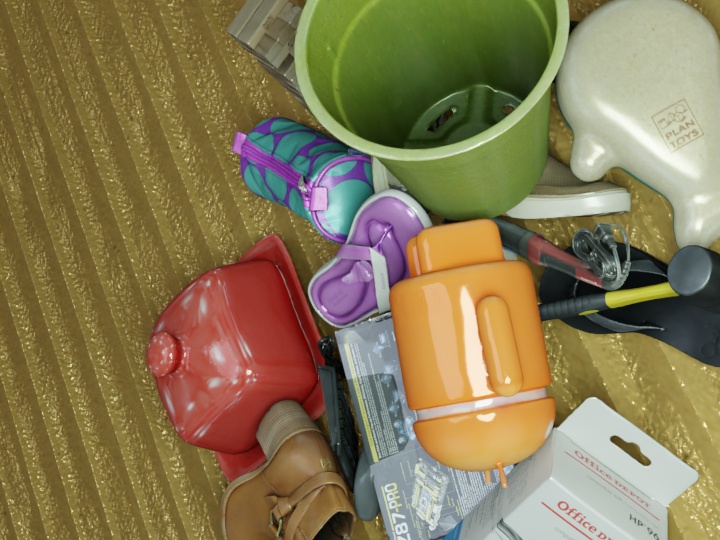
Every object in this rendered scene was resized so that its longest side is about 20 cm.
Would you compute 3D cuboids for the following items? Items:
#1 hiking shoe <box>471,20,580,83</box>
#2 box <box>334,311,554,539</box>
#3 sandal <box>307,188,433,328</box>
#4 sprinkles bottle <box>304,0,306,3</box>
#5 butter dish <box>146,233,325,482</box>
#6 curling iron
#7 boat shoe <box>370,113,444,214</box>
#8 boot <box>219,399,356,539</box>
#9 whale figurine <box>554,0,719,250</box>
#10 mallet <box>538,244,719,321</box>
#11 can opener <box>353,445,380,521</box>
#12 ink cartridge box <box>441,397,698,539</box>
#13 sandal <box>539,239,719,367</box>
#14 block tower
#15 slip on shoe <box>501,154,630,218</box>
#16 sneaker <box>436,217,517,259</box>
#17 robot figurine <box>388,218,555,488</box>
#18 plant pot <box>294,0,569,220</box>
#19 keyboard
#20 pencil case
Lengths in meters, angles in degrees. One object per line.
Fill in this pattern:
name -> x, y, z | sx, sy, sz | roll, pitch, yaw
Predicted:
hiking shoe -> 0.106, -0.199, 1.214 | 0.199, 0.100, 0.077 | 10, 92, 46
box -> 0.078, 0.123, 1.201 | 0.160, 0.049, 0.202 | -20, 76, 19
sandal -> 0.006, 0.005, 1.220 | 0.082, 0.050, 0.203 | 41, 144, 3
sprinkles bottle -> 0.031, -0.283, 1.324 | 0.199, 0.068, 0.069 | -7, 81, 46
butter dish -> -0.146, 0.086, 1.413 | 0.199, 0.147, 0.202 | -42, 58, 34
curling iron -> 0.142, -0.026, 1.116 | 0.199, 0.025, 0.050 | 22, 108, 56
boat shoe -> 0.042, -0.139, 1.243 | 0.066, 0.071, 0.203 | -29, 59, 43
boot -> -0.063, 0.242, 1.335 | 0.156, 0.076, 0.201 | 55, 129, 47
whale figurine -> 0.231, -0.110, 1.090 | 0.158, 0.104, 0.201 | -30, 84, 1
mallet -> 0.191, 0.018, 1.077 | 0.198, 0.066, 0.042 | -10, 68, 34
can opener -> 0.040, 0.129, 1.267 | 0.053, 0.067, 0.202 | 19, 105, 14
ink cartridge box -> 0.157, 0.206, 1.103 | 0.200, 0.116, 0.068 | -51, 9, 30
sandal -> 0.218, 0.021, 1.117 | 0.199, 0.043, 0.077 | 15, 97, 46
block tower -> -0.036, -0.173, 1.285 | 0.054, 0.200, 0.058 | 36, 88, 42
slip on shoe -> 0.140, -0.077, 1.189 | 0.199, 0.075, 0.061 | 9, 100, 53
sneaker -> 0.063, -0.003, 1.256 | 0.199, 0.071, 0.073 | -4, 68, 52
robot figurine -> 0.086, 0.065, 1.095 | 0.143, 0.116, 0.202 | -15, 82, 40
plant pot -> 0.069, -0.130, 1.080 | 0.198, 0.190, 0.202 | -6, 65, 13
keyboard -> -0.018, 0.120, 1.253 | 0.020, 0.200, 0.128 | -11, 71, 0
pencil case -> -0.046, -0.088, 1.334 | 0.200, 0.092, 0.086 | 31, 106, 60
